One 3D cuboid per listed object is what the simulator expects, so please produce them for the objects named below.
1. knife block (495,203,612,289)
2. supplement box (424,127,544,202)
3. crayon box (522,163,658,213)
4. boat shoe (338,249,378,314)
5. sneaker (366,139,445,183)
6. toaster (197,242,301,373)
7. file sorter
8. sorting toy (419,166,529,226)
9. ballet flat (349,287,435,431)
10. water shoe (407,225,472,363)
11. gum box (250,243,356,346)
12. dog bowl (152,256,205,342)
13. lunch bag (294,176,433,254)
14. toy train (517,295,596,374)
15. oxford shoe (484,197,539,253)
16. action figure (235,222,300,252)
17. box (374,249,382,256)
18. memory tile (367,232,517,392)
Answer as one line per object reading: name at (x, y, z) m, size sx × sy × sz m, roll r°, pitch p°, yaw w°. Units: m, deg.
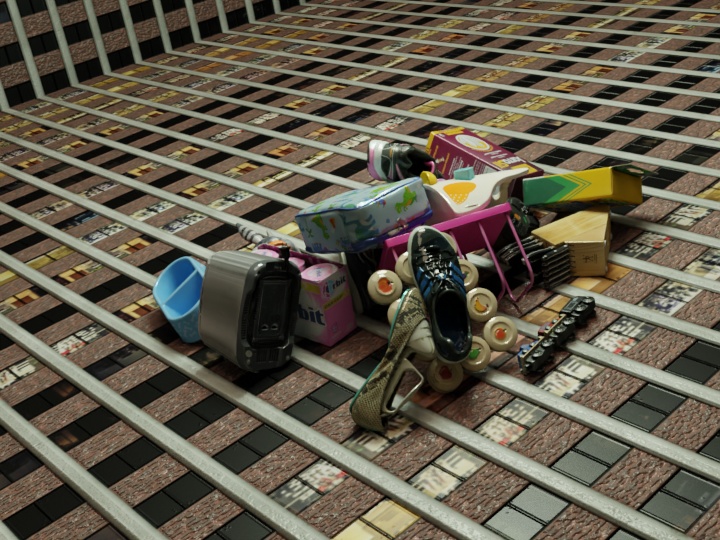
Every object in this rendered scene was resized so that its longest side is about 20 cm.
knife block at (0.321, -0.041, 1.620) m, size 0.174 × 0.064 × 0.200 m, roll 1°, pitch 29°, yaw 19°
supplement box at (0.224, -0.185, 1.823) m, size 0.199 × 0.086 × 0.110 m, roll 33°, pitch 31°, yaw 29°
crayon box at (0.398, -0.139, 1.693) m, size 0.199 × 0.052 × 0.125 m, roll -6°, pitch -7°, yaw 39°
boat shoe at (0.000, 0.000, 1.643) m, size 0.061 × 0.075 × 0.200 m, roll -14°, pitch 29°, yaw -4°
sneaker at (0.094, -0.155, 1.602) m, size 0.086 × 0.081 × 0.199 m, roll 4°, pitch -7°, yaw 36°
toaster at (-0.171, 0.047, 1.485) m, size 0.129 × 0.202 × 0.113 m, roll 15°, pitch 12°, yaw 42°
file sorter at (0.143, 0.007, 1.483) m, size 0.199 × 0.139 × 0.126 m, roll -17°, pitch 72°, yaw -11°
sorting toy at (0.180, -0.112, 1.580) m, size 0.179 × 0.200 × 0.107 m, roll -20°, pitch 73°, yaw -20°
ballet flat at (0.057, 0.125, 1.316) m, size 0.075 × 0.068 × 0.201 m, roll 22°, pitch 81°, yaw 28°
water shoe at (0.118, 0.024, 1.345) m, size 0.071 × 0.201 × 0.079 m, roll -12°, pitch -16°, yaw -10°
gum box at (-0.107, 0.035, 1.570) m, size 0.199 × 0.114 × 0.066 m, roll 15°, pitch 36°, yaw 40°
dog bowl at (-0.288, 0.042, 1.639) m, size 0.111 × 0.050 × 0.200 m, roll -45°, pitch 34°, yaw -3°
lunch bag at (0.007, -0.085, 1.530) m, size 0.160 × 0.083 × 0.199 m, roll -27°, pitch 14°, yaw -33°
toy train at (0.281, 0.090, 1.417) m, size 0.046 × 0.034 × 0.200 m, roll 8°, pitch 32°, yaw 38°
oxford shoe at (0.253, -0.075, 1.699) m, size 0.084 × 0.073 × 0.200 m, roll -45°, pitch -10°, yaw 27°
action figure at (-0.188, -0.023, 1.721) m, size 0.199 × 0.105 × 0.193 m, roll -17°, pitch 14°, yaw -27°
box at (0.117, -0.091, 1.811) m, size 0.198 × 0.045 × 0.161 m, roll -8°, pitch 27°, yaw 5°
memory tile at (0.117, 0.056, 1.385) m, size 0.153 × 0.201 × 0.017 m, roll -32°, pitch -12°, yaw -14°
